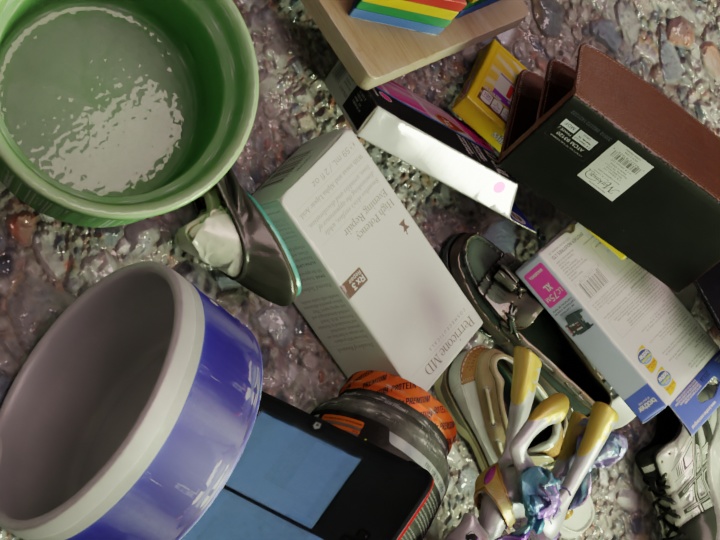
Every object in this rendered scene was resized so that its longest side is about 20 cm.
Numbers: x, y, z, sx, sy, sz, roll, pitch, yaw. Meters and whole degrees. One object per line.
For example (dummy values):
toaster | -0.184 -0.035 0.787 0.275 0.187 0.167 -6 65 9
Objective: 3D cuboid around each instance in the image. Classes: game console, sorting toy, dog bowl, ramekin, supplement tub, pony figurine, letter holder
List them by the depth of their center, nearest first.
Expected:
dog bowl | -0.159 0.098 1.221 0.079 0.200 0.201 37 61 -31
ramekin | -0.179 -0.125 1.283 0.199 0.098 0.201 4 79 -18
game console | -0.073 0.171 1.295 0.177 0.199 0.031 -54 155 -26
supplement tub | -0.011 0.182 1.373 0.123 0.122 0.200 45 58 -23
pony figurine | 0.131 0.190 1.427 0.193 0.166 0.201 47 66 -41
sorting toy | 0.030 -0.271 1.484 0.198 0.070 0.201 -27 80 -40
letter holder | 0.230 -0.105 1.543 0.200 0.101 0.143 34 41 -16

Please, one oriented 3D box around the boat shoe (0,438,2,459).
boat shoe | -0.301 0.175 1.177 0.064 0.071 0.201 43 60 -26

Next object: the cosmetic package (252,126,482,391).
cosmetic package | 0.000 0.000 1.449 0.200 0.074 0.102 53 55 -16

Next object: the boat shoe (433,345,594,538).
boat shoe | 0.140 0.148 1.534 0.200 0.068 0.075 51 55 -20

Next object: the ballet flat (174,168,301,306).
ballet flat | -0.117 -0.054 1.376 0.068 0.068 0.201 -26 88 -29

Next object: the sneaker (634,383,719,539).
sneaker | 0.281 0.195 1.647 0.087 0.076 0.201 16 68 -19

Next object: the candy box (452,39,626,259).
candy box | 0.170 -0.106 1.589 0.200 0.026 0.102 40 36 -11

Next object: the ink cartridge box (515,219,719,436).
ink cartridge box | 0.231 0.047 1.567 0.200 0.042 0.119 48 40 5

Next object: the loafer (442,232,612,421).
loafer | 0.148 0.045 1.562 0.200 0.063 0.072 54 54 -17

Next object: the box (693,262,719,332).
box | 0.373 0.049 1.622 0.200 0.104 0.183 54 12 -39

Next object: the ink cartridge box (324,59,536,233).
ink cartridge box | 0.065 -0.103 1.510 0.199 0.095 0.037 29 109 -33

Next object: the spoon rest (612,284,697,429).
spoon rest | 0.257 0.045 1.652 0.099 0.060 0.201 34 63 -29
